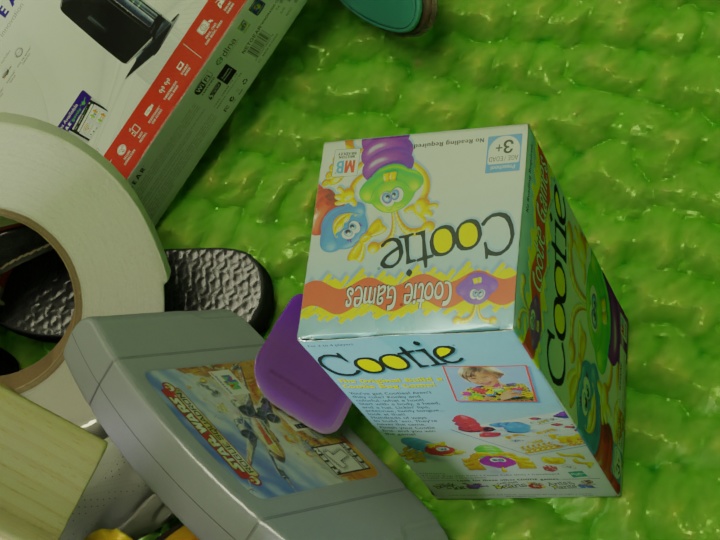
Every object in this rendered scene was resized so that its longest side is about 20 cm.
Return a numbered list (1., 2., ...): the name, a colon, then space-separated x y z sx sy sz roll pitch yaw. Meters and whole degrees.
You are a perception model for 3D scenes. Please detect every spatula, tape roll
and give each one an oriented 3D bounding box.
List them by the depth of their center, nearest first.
1. spatula: 0.000 0.000 1.006 0.056 0.021 0.201 30 50 -4
2. tape roll: -0.205 0.014 1.011 0.202 0.203 0.037 -34 15 2

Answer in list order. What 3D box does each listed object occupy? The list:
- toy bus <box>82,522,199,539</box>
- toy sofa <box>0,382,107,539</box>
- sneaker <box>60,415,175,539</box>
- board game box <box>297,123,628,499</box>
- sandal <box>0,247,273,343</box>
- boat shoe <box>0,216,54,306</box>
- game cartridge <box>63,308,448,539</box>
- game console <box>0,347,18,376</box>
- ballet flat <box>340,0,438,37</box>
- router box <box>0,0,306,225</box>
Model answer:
1. toy bus: -0.116 0.189 0.884 0.200 0.192 0.136 -43 54 -5
2. toy sofa: -0.204 0.094 0.899 0.098 0.082 0.200 -62 23 -8
3. sneaker: -0.170 0.135 0.987 0.200 0.089 0.075 -47 30 -12
4. board game box: 0.057 0.027 0.891 0.104 0.200 0.104 -3 62 20
5. sandal: -0.144 0.014 1.085 0.198 0.043 0.077 12 76 19
6. boat shoe: -0.241 0.006 1.063 0.198 0.071 0.063 -20 101 4
7. game cartridge: -0.057 0.091 0.938 0.200 0.133 0.042 44 111 26
8. game console: -0.329 0.103 1.123 0.199 0.116 0.177 25 105 32
9. ballet flat: -0.005 -0.205 1.125 0.067 0.069 0.200 -20 45 -38
10. router box: -0.142 -0.152 1.135 0.179 0.049 0.201 38 97 33
